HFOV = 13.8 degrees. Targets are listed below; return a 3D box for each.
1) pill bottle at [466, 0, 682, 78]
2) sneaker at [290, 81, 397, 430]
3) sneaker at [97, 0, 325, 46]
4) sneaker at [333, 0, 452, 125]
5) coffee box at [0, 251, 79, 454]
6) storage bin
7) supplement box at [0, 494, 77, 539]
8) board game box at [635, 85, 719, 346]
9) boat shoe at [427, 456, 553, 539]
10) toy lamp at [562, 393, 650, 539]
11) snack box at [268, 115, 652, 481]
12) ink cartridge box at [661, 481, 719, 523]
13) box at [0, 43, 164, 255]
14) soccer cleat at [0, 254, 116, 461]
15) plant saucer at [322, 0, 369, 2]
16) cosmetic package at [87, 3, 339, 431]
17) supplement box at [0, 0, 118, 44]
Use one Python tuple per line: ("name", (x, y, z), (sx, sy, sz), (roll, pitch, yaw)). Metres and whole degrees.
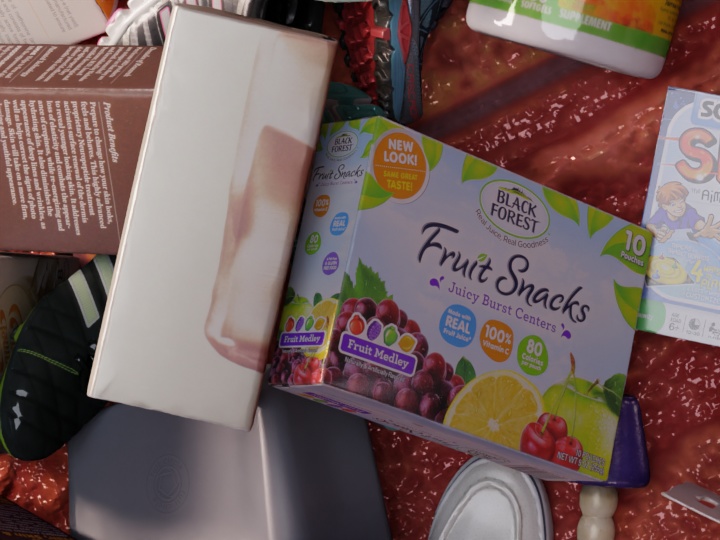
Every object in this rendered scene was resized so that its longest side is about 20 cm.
("pill bottle", (0.134, -0.212, 1.594), (0.111, 0.111, 0.201), (16, 94, 13))
("sneaker", (0.000, 0.000, 1.630), (0.077, 0.091, 0.201), (-7, 67, -17))
("sneaker", (-0.072, -0.134, 1.641), (0.200, 0.074, 0.088), (-45, 74, 31))
("sneaker", (0.042, -0.174, 1.631), (0.095, 0.079, 0.201), (-4, 111, -18))
("coffee box", (-0.229, 0.046, 1.639), (0.079, 0.200, 0.115), (4, 92, 16))
("storage bin", (-0.068, 0.132, 1.633), (0.200, 0.145, 0.135), (-15, 76, 38))
("supplement box", (-0.245, 0.162, 1.641), (0.200, 0.110, 0.086), (21, 98, 53))
("board game box", (0.252, -0.016, 1.605), (0.199, 0.034, 0.136), (11, 93, 14))
("boat shoe", (0.054, 0.198, 1.638), (0.071, 0.070, 0.201), (18, 95, 13))
("toy lamp", (0.126, 0.167, 1.627), (0.058, 0.058, 0.201), (5, 91, 14))
("snack box", (0.056, 0.018, 1.550), (0.053, 0.200, 0.143), (-5, 70, 51))
("ink cartridge box", (0.267, 0.124, 1.560), (0.199, 0.117, 0.068), (22, 95, 12))
("box", (-0.167, -0.068, 1.625), (0.199, 0.075, 0.100), (4, 117, 19))
("soccer cleat", (-0.128, 0.025, 1.635), (0.081, 0.068, 0.200), (9, 50, 36))
("plant saucer", (-0.003, -0.242, 1.559), (0.200, 0.039, 0.202), (-4, 75, 14))
("cosmetic package", (-0.074, -0.029, 1.503), (0.087, 0.103, 0.201), (13, 96, -4))
("supplement box", (-0.251, -0.167, 1.684), (0.199, 0.074, 0.126), (-20, 118, 13))
